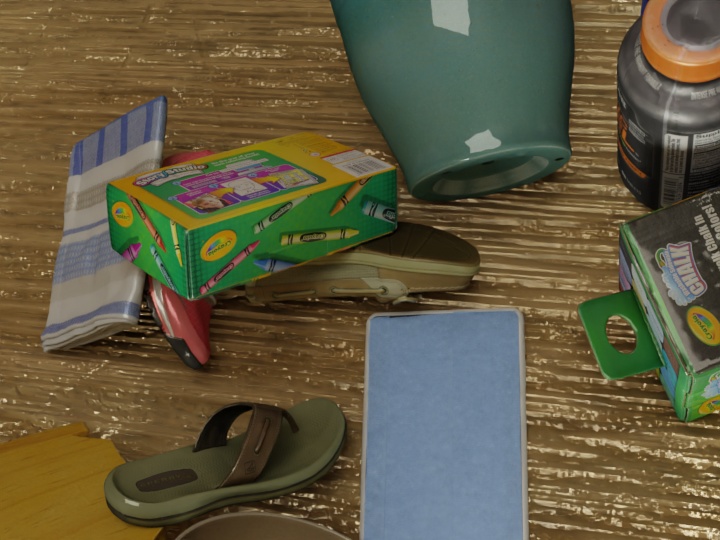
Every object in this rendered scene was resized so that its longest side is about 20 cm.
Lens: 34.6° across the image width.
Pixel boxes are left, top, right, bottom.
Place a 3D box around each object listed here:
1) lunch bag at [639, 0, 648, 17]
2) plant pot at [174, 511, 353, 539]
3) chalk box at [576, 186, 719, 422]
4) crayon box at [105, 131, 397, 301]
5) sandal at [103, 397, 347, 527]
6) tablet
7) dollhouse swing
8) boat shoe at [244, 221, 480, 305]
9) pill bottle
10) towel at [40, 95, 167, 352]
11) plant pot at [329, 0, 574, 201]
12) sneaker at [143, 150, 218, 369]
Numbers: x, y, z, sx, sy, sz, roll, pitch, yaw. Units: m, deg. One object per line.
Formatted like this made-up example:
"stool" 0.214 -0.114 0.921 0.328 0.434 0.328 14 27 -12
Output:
"lunch bag" 0.297 -0.216 0.880 0.094 0.200 0.150 -45 65 -9
"plant pot" -0.059 0.280 0.778 0.199 0.200 0.136 32 114 23
"chalk box" 0.259 0.022 0.833 0.198 0.124 0.126 -21 65 5
"crayon box" -0.082 -0.049 0.901 0.198 0.059 0.118 -20 31 -35
"sandal" -0.092 0.131 0.853 0.199 0.058 0.079 -14 28 -35
"tablet" 0.064 0.126 0.893 0.128 0.014 0.203 -3 68 12
"dollhouse swing" -0.244 0.254 0.857 0.180 0.178 0.200 -13 27 -26
"boat shoe" -0.001 0.001 0.940 0.198 0.064 0.073 2 24 10
"pill bottle" 0.243 -0.129 0.856 0.105 0.200 0.108 -5 66 11
"towel" -0.217 -0.037 0.976 0.146 0.024 0.203 -16 63 47
"plant pot" 0.083 -0.163 0.921 0.197 0.200 0.191 -12 80 8
"sneaker" -0.136 -0.019 0.968 0.086 0.074 0.203 -14 65 5
